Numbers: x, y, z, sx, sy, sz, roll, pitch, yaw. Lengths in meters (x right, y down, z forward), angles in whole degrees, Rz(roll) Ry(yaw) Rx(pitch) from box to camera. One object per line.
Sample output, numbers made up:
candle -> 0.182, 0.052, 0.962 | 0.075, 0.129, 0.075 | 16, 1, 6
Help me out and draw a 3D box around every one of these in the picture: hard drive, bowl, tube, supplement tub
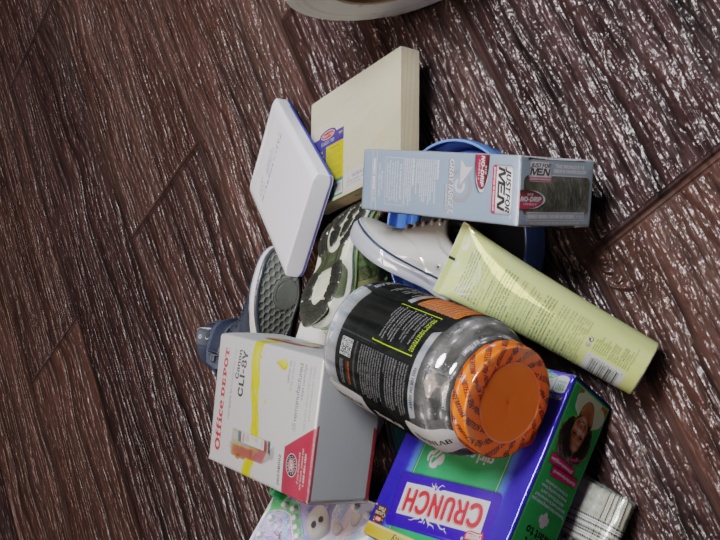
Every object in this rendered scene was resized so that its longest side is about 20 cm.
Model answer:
hard drive -> -0.086, -0.102, 1.250 | 0.200, 0.025, 0.133 | -118, 41, -52
bowl -> 0.105, -0.030, 1.061 | 0.200, 0.039, 0.203 | 4, 95, 50
tube -> 0.162, 0.035, 0.920 | 0.199, 0.052, 0.058 | 29, 80, 13
supplement tub -> 0.065, 0.087, 0.935 | 0.199, 0.121, 0.124 | 21, 108, 54

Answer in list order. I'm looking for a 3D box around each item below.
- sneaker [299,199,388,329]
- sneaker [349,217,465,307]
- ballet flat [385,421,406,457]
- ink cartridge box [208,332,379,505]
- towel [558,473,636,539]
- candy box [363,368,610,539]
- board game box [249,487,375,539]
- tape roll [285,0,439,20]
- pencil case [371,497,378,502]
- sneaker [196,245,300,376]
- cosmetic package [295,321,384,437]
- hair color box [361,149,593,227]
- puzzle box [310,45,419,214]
sneaker -> 0.000, 0.000, 1.133 | 0.077, 0.089, 0.201 | -22, 37, 43
sneaker -> 0.073, -0.020, 1.025 | 0.199, 0.073, 0.071 | 29, 105, 36
ballet flat -> 0.050, 0.114, 1.108 | 0.067, 0.067, 0.202 | -110, 12, -62
ink cartridge box -> -0.073, 0.150, 1.107 | 0.199, 0.083, 0.147 | 8, 92, 52
towel -> 0.135, 0.256, 0.983 | 0.199, 0.034, 0.194 | 24, 83, 48
candy box -> 0.114, 0.185, 0.969 | 0.168, 0.077, 0.202 | 8, 69, 50
board game box -> -0.064, 0.316, 1.090 | 0.199, 0.026, 0.201 | 10, 64, 45
tape roll -> 0.012, -0.347, 1.027 | 0.202, 0.201, 0.141 | -19, 78, 49
pencil case -> 0.076, 0.311, 1.092 | 0.199, 0.086, 0.084 | 28, 77, 46
sneaker -> -0.148, 0.056, 1.344 | 0.146, 0.076, 0.205 | 19, 108, 45
cosmetic package -> -0.027, 0.137, 1.196 | 0.107, 0.084, 0.202 | 39, 122, 39
hair color box -> 0.101, -0.077, 0.954 | 0.199, 0.098, 0.061 | 9, 99, 50
puzzle box -> 0.001, -0.148, 1.152 | 0.199, 0.025, 0.135 | -18, 68, 58
